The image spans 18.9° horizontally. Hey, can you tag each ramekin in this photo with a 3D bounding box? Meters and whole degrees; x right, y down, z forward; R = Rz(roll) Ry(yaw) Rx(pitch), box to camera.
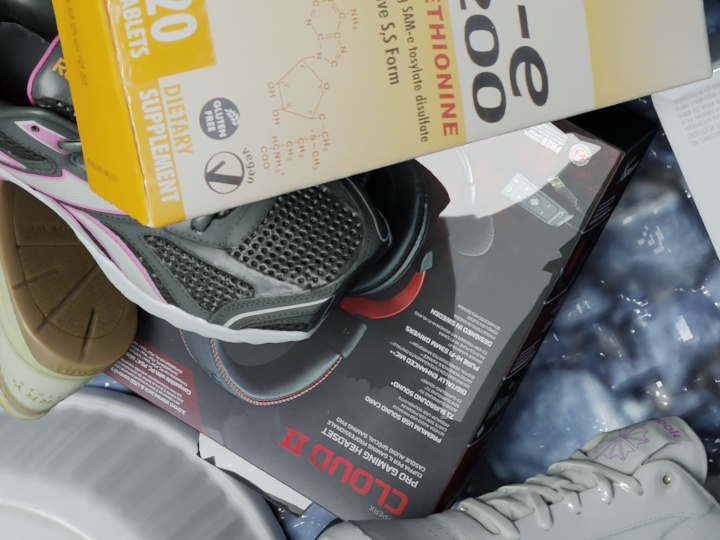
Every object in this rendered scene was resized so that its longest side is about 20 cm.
[{"bbox_3d":[-0.129,0.155,0.892,0.201,0.094,0.204,4,102,17],"label":"ramekin"}]

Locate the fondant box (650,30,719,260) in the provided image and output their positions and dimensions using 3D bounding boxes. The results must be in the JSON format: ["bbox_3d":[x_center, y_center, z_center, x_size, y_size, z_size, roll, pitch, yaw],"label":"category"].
[{"bbox_3d":[0.207,-0.007,0.757,0.144,0.058,0.201,-20,102,20],"label":"fondant box"}]

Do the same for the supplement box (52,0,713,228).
[{"bbox_3d":[0.004,-0.102,0.686,0.199,0.073,0.127,-17,107,-19],"label":"supplement box"}]

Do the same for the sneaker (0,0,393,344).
[{"bbox_3d":[-0.085,-0.044,0.745,0.199,0.086,0.081,26,75,12],"label":"sneaker"}]

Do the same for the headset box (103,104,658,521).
[{"bbox_3d":[0.000,0.000,0.827,0.148,0.075,0.201,31,109,10],"label":"headset box"}]

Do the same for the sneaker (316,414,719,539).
[{"bbox_3d":[0.071,0.095,0.793,0.075,0.199,0.100,27,106,57],"label":"sneaker"}]

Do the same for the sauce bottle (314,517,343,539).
[{"bbox_3d":[-0.027,0.143,0.800,0.064,0.200,0.065,4,104,18],"label":"sauce bottle"}]

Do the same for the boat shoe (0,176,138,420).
[{"bbox_3d":[-0.140,-0.042,0.840,0.063,0.073,0.201,-41,53,44],"label":"boat shoe"}]
